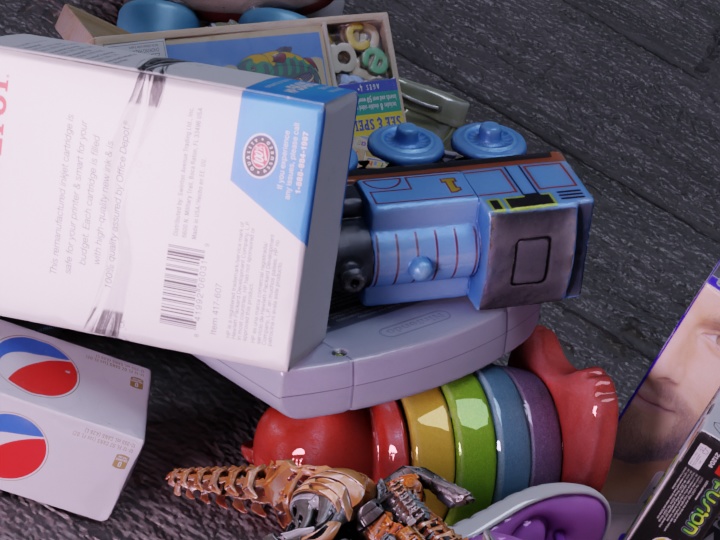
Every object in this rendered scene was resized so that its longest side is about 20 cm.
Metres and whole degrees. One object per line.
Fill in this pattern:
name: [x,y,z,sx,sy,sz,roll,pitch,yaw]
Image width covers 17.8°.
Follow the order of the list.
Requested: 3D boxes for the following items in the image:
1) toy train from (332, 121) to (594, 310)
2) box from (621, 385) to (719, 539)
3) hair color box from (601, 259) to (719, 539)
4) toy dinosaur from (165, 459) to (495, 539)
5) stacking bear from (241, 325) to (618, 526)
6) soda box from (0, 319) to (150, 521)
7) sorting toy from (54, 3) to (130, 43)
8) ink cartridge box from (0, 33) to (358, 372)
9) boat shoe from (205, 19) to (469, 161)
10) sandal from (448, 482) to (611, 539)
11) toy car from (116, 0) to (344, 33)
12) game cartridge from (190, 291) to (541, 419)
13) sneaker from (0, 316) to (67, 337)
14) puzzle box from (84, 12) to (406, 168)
toy train: [0.034,-0.030,1.332,0.199,0.087,0.114,-5,32,-18]
box: [0.170,0.148,1.292,0.035,0.201,0.110,32,31,8]
hair color box: [0.215,0.100,1.401,0.109,0.201,0.065,33,30,9]
toy dinosaur: [-0.014,0.153,1.198,0.199,0.102,0.136,8,54,45]
stacking bear: [0.033,0.102,1.346,0.199,0.115,0.121,-1,18,-22]
soda box: [-0.216,0.065,1.242,0.199,0.064,0.068,19,31,-14]
sorting toy: [-0.104,-0.085,1.498,0.199,0.070,0.199,24,9,-21]
ink cartridge box: [-0.114,-0.040,1.241,0.199,0.147,0.084,11,13,12]
boat shoe: [-0.017,-0.128,1.572,0.199,0.062,0.072,27,8,8]
sandal: [0.067,0.178,1.284,0.202,0.083,0.050,-15,35,-32]
toy car: [-0.082,-0.218,1.732,0.176,0.186,0.200,6,-15,10]
game cartridge: [0.002,0.029,1.338,0.199,0.042,0.133,-17,35,-36]
sneaker: [-0.153,-0.015,1.396,0.073,0.082,0.200,35,29,18]
puzzle box: [-0.064,-0.082,1.387,0.199,0.025,0.134,-9,87,-27]
